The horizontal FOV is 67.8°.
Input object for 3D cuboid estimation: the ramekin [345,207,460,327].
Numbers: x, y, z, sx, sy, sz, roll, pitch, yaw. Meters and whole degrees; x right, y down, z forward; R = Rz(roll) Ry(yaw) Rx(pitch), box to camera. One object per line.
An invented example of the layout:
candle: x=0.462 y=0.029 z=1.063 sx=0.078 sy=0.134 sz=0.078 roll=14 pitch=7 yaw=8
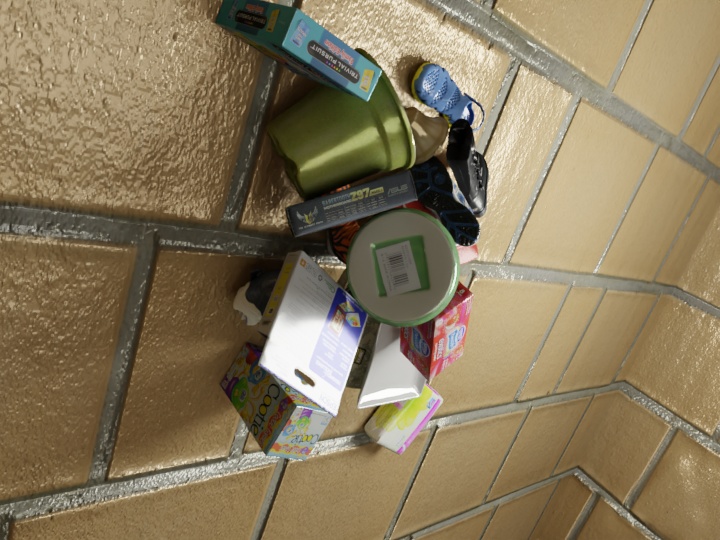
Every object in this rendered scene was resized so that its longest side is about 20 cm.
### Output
ramekin: x=0.067 y=-0.005 z=0.875 sx=0.202 sy=0.198 sz=0.098 roll=-56 pitch=175 yaw=4

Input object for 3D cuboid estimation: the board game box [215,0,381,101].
board game box: x=-0.087 y=-0.302 z=0.724 sx=0.149 sy=0.199 sz=0.048 roll=17 pitch=105 yaw=-45

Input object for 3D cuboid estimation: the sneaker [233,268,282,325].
sneaker: x=-0.153 y=0.051 z=0.994 sx=0.144 sy=0.082 sz=0.200 roll=-23 pitch=167 yaw=12

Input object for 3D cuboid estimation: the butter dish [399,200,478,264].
butter dish: x=0.109 y=-0.081 z=1.086 sx=0.197 sy=0.147 sz=0.203 roll=-16 pitch=82 yaw=-33

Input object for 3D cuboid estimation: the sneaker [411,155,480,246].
sneaker: x=0.158 y=-0.127 z=1.010 sx=0.075 sy=0.203 sz=0.077 roll=-30 pitch=166 yaw=13

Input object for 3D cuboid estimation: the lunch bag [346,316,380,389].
lunch bag: x=0.010 y=0.165 z=1.165 sx=0.197 sy=0.117 sz=0.167 roll=11 pitch=106 yaw=-38

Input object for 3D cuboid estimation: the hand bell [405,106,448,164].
hand bell: x=0.059 y=-0.293 z=0.962 sx=0.199 sy=0.104 sz=0.105 roll=35 pitch=92 yaw=-34

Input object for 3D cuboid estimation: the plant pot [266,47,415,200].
plant pot: x=-0.041 y=-0.211 z=0.847 sx=0.182 sy=0.201 sz=0.202 roll=-30 pitch=133 yaw=-8

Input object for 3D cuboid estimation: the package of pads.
package of pads: x=0.116 y=0.381 z=1.424 sx=0.201 sy=0.068 sz=0.154 roll=-51 pitch=137 yaw=-4

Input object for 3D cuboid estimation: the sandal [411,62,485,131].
sandal: x=0.175 y=-0.325 z=1.023 sx=0.198 sy=0.087 sz=0.080 roll=20 pitch=104 yaw=-44

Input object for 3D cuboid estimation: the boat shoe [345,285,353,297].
boat shoe: x=-0.045 y=0.095 z=1.063 sx=0.203 sy=0.072 sz=0.060 roll=-52 pitch=176 yaw=13

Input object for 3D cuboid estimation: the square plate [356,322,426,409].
square plate: x=0.084 y=0.189 z=1.139 sx=0.195 sy=0.028 sz=0.204 roll=2 pitch=110 yaw=-41

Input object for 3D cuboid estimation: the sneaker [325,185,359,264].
sneaker: x=-0.018 y=-0.090 z=0.981 sx=0.077 sy=0.112 sz=0.203 roll=-31 pitch=132 yaw=-22

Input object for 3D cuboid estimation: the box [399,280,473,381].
box: x=0.141 y=0.104 z=1.027 sx=0.099 sy=0.095 sz=0.202 roll=-31 pitch=143 yaw=-23

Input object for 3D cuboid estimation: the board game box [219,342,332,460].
board game box: x=-0.160 y=0.241 z=1.000 sx=0.104 sy=0.199 sz=0.104 roll=29 pitch=97 yaw=-47

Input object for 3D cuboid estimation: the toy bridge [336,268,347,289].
toy bridge: x=0.000 y=0.000 z=0.971 sx=0.200 sy=0.027 sz=0.067 roll=-45 pitch=158 yaw=13

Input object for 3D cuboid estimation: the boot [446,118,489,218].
boot: x=0.207 y=-0.223 z=1.056 sx=0.064 sy=0.168 sz=0.200 roll=-13 pitch=149 yaw=19

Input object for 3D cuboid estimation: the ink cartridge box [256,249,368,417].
ink cartridge box: x=-0.080 y=0.107 z=0.886 sx=0.198 sy=0.046 sz=0.203 roll=45 pitch=54 yaw=-38

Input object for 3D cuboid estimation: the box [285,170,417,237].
box: x=-0.021 y=-0.104 z=0.863 sx=0.196 sy=0.158 sz=0.052 roll=-18 pitch=97 yaw=-6
